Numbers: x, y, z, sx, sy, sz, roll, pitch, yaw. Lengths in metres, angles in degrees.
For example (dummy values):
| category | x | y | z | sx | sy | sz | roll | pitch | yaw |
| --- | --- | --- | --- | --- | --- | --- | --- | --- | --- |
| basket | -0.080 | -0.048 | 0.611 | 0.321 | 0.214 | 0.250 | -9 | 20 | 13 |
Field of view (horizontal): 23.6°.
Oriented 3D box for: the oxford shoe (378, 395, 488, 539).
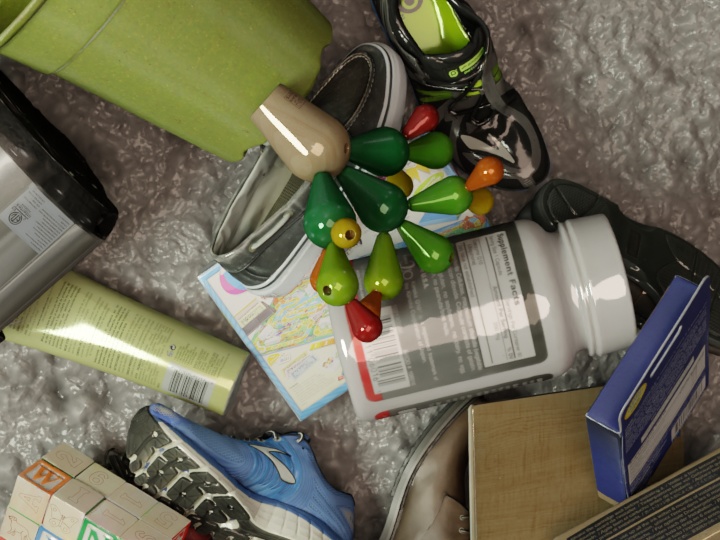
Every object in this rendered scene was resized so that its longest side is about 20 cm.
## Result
| category | x | y | z | sx | sy | sz | roll | pitch | yaw |
| --- | --- | --- | --- | --- | --- | --- | --- | --- | --- |
| oxford shoe | 0.059 | 0.184 | 1.272 | 0.084 | 0.073 | 0.200 | 23 | 86 | 17 |

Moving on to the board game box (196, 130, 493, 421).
| category | x | y | z | sx | sy | sz | roll | pitch | yaw |
| --- | --- | --- | --- | --- | --- | --- | --- | --- | --- |
| board game box | 0.000 | 0.000 | 1.266 | 0.200 | 0.034 | 0.134 | -34 | 100 | 6 |

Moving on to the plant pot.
| category | x | y | z | sx | sy | sz | roll | pitch | yaw |
| --- | --- | --- | --- | --- | --- | --- | --- | --- | --- |
| plant pot | -0.127 | -0.176 | 1.175 | 0.190 | 0.200 | 0.200 | 35 | 95 | -22 |

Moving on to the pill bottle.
| category | x | y | z | sx | sy | sz | roll | pitch | yaw |
| --- | --- | --- | --- | --- | --- | --- | --- | --- | --- |
| pill bottle | 0.083 | 0.029 | 1.197 | 0.200 | 0.114 | 0.114 | -13 | 100 | 2 |

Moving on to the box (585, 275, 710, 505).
| category | x | y | z | sx | sy | sz | roll | pitch | yaw |
| --- | --- | --- | --- | --- | --- | --- | --- | --- | --- |
| box | 0.203 | 0.083 | 1.205 | 0.032 | 0.200 | 0.121 | 29 | 72 | 21 |

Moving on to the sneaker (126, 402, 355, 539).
| category | x | y | z | sx | sy | sz | roll | pitch | yaw |
| --- | --- | --- | --- | --- | --- | --- | --- | --- | --- |
| sneaker | -0.085 | 0.152 | 1.267 | 0.200 | 0.089 | 0.079 | 37 | 137 | -24 |

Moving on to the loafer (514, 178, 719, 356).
| category | x | y | z | sx | sy | sz | roll | pitch | yaw |
| --- | --- | --- | --- | --- | --- | --- | --- | --- | --- |
| loafer | 0.203 | 0.003 | 1.286 | 0.200 | 0.063 | 0.072 | 33 | 54 | -10 |

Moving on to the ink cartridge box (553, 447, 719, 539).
| category | x | y | z | sx | sy | sz | roll | pitch | yaw |
| --- | --- | --- | --- | --- | --- | --- | --- | --- | --- |
| ink cartridge box | 0.251 | 0.242 | 1.270 | 0.165 | 0.075 | 0.200 | -27 | 128 | -2 |

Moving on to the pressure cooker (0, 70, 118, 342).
| category | x | y | z | sx | sy | sz | roll | pitch | yaw |
| --- | --- | --- | --- | --- | --- | --- | --- | --- | --- |
| pressure cooker | -0.290 | -0.035 | 1.169 | 0.200 | 0.179 | 0.176 | -42 | 91 | 1 |

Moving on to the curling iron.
| category | x | y | z | sx | sy | sz | roll | pitch | yaw |
| --- | --- | --- | --- | --- | --- | --- | --- | --- | --- |
| curling iron | -0.124 | 0.209 | 1.266 | 0.200 | 0.050 | 0.026 | 45 | 122 | 7 |

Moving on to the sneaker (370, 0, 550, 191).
| category | x | y | z | sx | sy | sz | roll | pitch | yaw |
| --- | --- | --- | --- | --- | --- | --- | --- | --- | --- |
| sneaker | 0.069 | -0.138 | 1.233 | 0.071 | 0.083 | 0.200 | -32 | 103 | 2 |

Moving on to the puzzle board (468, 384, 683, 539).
| category | x | y | z | sx | sy | sz | roll | pitch | yaw |
| --- | --- | --- | --- | --- | --- | --- | --- | --- | --- |
| puzzle board | 0.162 | 0.162 | 1.281 | 0.200 | 0.017 | 0.151 | -6 | 97 | -32 |

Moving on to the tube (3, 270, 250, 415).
| category | x | y | z | sx | sy | sz | roll | pitch | yaw |
| --- | --- | --- | --- | --- | --- | --- | --- | --- | --- |
| tube | -0.181 | 0.045 | 1.262 | 0.200 | 0.052 | 0.058 | 21 | 53 | 1 |

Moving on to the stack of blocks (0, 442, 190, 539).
| category | x | y | z | sx | sy | sz | roll | pitch | yaw |
| --- | --- | --- | --- | --- | --- | --- | --- | --- | --- |
| stack of blocks | -0.163 | 0.227 | 1.230 | 0.200 | 0.059 | 0.115 | 30 | 119 | 13 |

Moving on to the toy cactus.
| category | x | y | z | sx | sy | sz | roll | pitch | yaw |
| --- | --- | --- | --- | --- | --- | --- | --- | --- | --- |
| toy cactus | 0.001 | -0.058 | 1.123 | 0.165 | 0.102 | 0.200 | 42 | 52 | -7 |

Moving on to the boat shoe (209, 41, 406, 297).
| category | x | y | z | sx | sy | sz | roll | pitch | yaw |
| --- | --- | --- | --- | --- | --- | --- | --- | --- | --- |
| boat shoe | -0.035 | -0.077 | 1.198 | 0.071 | 0.072 | 0.200 | 33 | 82 | -48 |
